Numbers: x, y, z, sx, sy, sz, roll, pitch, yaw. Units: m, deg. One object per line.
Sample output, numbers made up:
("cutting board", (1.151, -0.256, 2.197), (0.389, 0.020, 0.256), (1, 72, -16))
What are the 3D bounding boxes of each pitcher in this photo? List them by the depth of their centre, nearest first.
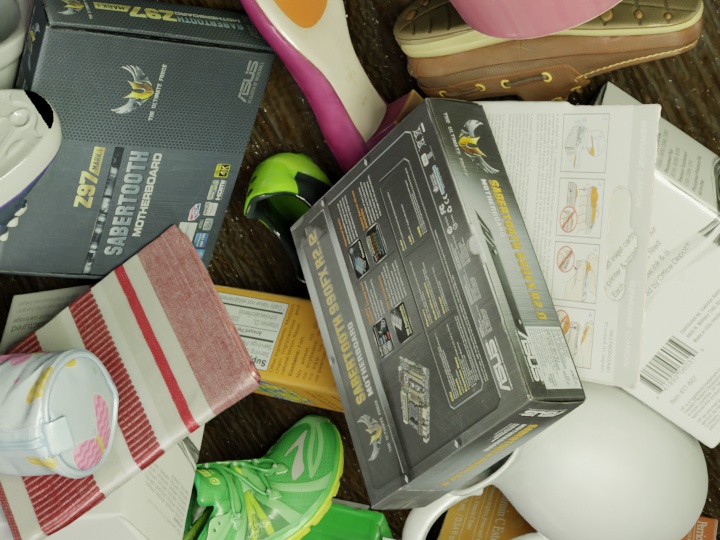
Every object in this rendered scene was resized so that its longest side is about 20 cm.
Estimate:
("pitcher", (0.130, 0.146, 1.124), (0.199, 0.121, 0.173), (23, 102, -36))

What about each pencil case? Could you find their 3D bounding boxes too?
("pencil case", (-0.257, 0.095, 1.085), (0.198, 0.091, 0.084), (-4, 93, 24))

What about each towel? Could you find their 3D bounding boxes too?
("towel", (-0.171, 0.079, 1.118), (0.199, 0.145, 0.023), (-36, 145, 8))

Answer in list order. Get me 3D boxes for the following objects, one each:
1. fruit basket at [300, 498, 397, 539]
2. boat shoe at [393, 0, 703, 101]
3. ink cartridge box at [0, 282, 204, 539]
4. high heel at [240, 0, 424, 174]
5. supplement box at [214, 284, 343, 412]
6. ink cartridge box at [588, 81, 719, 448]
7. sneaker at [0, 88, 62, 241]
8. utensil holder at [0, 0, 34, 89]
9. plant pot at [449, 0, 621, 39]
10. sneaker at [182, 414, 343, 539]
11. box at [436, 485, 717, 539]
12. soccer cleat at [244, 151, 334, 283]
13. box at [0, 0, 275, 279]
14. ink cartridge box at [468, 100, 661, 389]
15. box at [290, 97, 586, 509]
("fruit basket", (-0.037, 0.263, 1.321), (0.183, 0.094, 0.201), (9, 137, 12))
("boat shoe", (0.120, -0.142, 1.036), (0.198, 0.072, 0.068), (-2, 128, 27))
("ink cartridge box", (-0.194, 0.113, 1.190), (0.145, 0.202, 0.083), (-8, 142, 21))
("high heel", (-0.035, -0.135, 1.086), (0.200, 0.068, 0.096), (41, 146, -20))
("supplement box", (-0.029, 0.059, 1.150), (0.198, 0.069, 0.066), (11, 164, 36))
("ink cartridge box", (0.195, -0.004, 1.081), (0.199, 0.084, 0.146), (34, 124, -4))
("sneaker", (-0.259, -0.021, 1.079), (0.199, 0.081, 0.147), (-36, 152, -3))
("utensil holder", (-0.318, -0.107, 1.131), (0.168, 0.170, 0.201), (21, 125, 4))
("plant pot", (0.083, -0.239, 0.928), (0.198, 0.201, 0.180), (-10, 131, 22))
("sneaker", (-0.090, 0.170, 1.209), (0.074, 0.200, 0.084), (19, 142, 49))
("box", (0.153, 0.238, 1.211), (0.198, 0.125, 0.098), (9, 121, 11))
("soccer cleat", (0.000, 0.000, 1.144), (0.199, 0.081, 0.068), (39, 123, -8))
("box", (-0.159, -0.085, 1.117), (0.156, 0.051, 0.201), (4, 126, -25))
("ink cartridge box", (0.111, -0.019, 0.996), (0.199, 0.050, 0.163), (6, 93, 49))
("box", (0.041, 0.023, 1.006), (0.158, 0.048, 0.202), (-42, 57, 43))
